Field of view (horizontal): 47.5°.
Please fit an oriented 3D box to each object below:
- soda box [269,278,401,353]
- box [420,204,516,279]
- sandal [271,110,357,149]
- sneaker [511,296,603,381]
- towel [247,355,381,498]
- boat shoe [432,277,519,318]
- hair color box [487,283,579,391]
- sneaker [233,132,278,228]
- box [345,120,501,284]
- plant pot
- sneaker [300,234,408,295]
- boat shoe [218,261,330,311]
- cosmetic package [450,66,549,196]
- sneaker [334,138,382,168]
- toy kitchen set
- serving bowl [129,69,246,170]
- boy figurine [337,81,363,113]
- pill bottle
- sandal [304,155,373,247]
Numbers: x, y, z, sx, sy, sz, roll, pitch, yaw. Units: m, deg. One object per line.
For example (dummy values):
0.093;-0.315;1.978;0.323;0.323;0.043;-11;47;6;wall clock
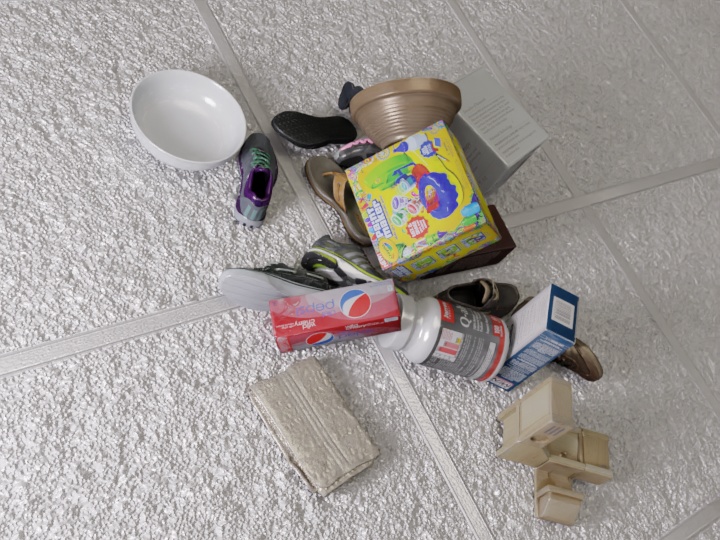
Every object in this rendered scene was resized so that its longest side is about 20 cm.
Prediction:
-0.039;0.071;1.288;0.200;0.063;0.070;-10;62;-1;soda box
0.185;-0.056;1.542;0.200;0.075;0.100;-11;66;-31;box
-0.089;-0.255;1.544;0.200;0.048;0.075;-5;61;-45;sandal
0.358;0.143;1.524;0.076;0.070;0.200;-39;80;-21;sneaker
-0.069;0.234;1.243;0.132;0.034;0.200;-23;72;-38;towel
0.219;0.054;1.488;0.200;0.073;0.075;-11;66;-33;boat shoe
0.289;0.118;1.402;0.060;0.200;0.100;26;52;-11;hair color box
-0.168;-0.172;1.413;0.074;0.088;0.200;13;55;-21;sneaker
0.108;-0.113;1.414;0.122;0.192;0.200;29;37;-65;box
0.084;-0.264;1.467;0.201;0.201;0.093;0;80;-28;plant pot
0.000;0.000;1.407;0.200;0.074;0.081;31;47;-10;sneaker
-0.138;0.023;1.326;0.200;0.072;0.071;16;44;-31;boat shoe
0.225;-0.260;1.632;0.200;0.167;0.166;47;51;7;cosmetic package
0.045;-0.189;1.558;0.200;0.079;0.096;6;69;-24;sneaker
0.348;0.303;1.327;0.200;0.180;0.163;17;55;-13;toy kitchen set
-0.300;-0.247;1.405;0.200;0.066;0.200;13;55;-20;serving bowl
0.057;-0.319;1.626;0.200;0.065;0.124;5;21;-37;boy figurine
0.139;0.110;1.381;0.200;0.116;0.116;17;54;-19;pill bottle
-0.025;-0.134;1.488;0.082;0.055;0.200;-21;72;-36;sandal
